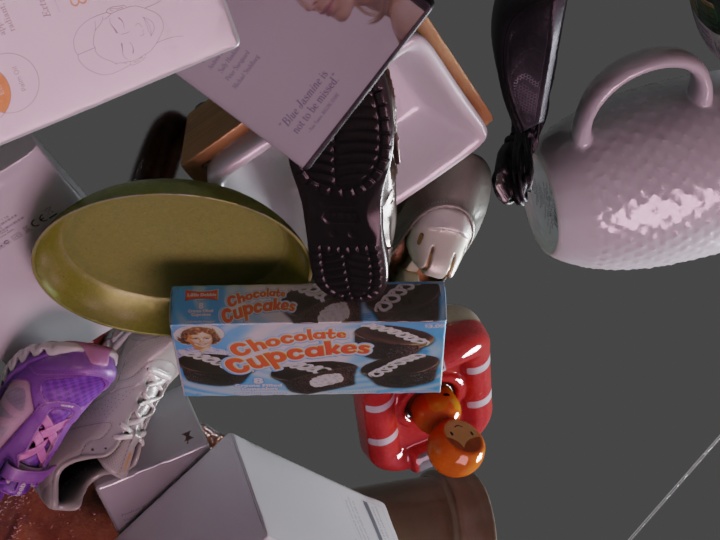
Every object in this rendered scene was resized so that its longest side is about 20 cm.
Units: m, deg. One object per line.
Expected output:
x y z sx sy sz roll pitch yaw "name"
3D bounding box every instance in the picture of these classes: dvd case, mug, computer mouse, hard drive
-0.073 -0.176 1.072 0.200 0.018 0.143 37 115 -6 "dvd case"
0.226 -0.093 1.355 0.175 0.148 0.200 -14 135 -10 "mug"
0.120 -0.159 1.253 0.053 0.139 0.200 11 130 7 "computer mouse"
-0.246 -0.006 1.241 0.132 0.026 0.200 -31 142 2 "hard drive"

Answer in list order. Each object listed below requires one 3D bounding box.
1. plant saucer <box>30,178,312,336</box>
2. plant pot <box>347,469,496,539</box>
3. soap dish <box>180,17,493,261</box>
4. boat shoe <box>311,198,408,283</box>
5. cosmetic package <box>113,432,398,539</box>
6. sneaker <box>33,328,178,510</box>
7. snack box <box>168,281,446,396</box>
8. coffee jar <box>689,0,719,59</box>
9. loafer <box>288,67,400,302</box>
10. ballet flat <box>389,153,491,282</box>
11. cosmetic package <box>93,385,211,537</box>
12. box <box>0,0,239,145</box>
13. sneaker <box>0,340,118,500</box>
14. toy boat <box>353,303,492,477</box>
-0.134 -0.012 1.212 0.200 0.031 0.200 -1 149 0 "plant saucer"
0.015 0.285 1.624 0.173 0.200 0.200 7 131 -16 "plant pot"
-0.019 -0.105 1.232 0.200 0.081 0.157 -35 142 6 "soap dish"
-0.002 -0.001 1.375 0.072 0.060 0.202 20 120 -44 "boat shoe"
-0.094 0.270 1.438 0.199 0.123 0.200 -44 132 18 "cosmetic package"
-0.189 0.116 1.355 0.200 0.092 0.076 -44 139 8 "sneaker"
-0.038 0.053 1.259 0.200 0.037 0.116 -1 149 0 "snack box"
0.283 -0.247 1.264 0.104 0.085 0.200 -32 143 6 "coffee jar"
-0.009 -0.074 1.166 0.073 0.071 0.200 8 128 7 "loafer"
0.046 0.000 1.308 0.067 0.064 0.200 21 120 -25 "ballet flat"
-0.170 0.199 1.481 0.101 0.071 0.200 -22 141 -8 "cosmetic package"
-0.195 -0.172 0.982 0.200 0.106 0.152 -23 115 -8 "box"
-0.254 0.123 1.293 0.200 0.089 0.080 -34 144 32 "sneaker"
0.069 0.127 1.505 0.130 0.131 0.200 -21 141 -11 "toy boat"
